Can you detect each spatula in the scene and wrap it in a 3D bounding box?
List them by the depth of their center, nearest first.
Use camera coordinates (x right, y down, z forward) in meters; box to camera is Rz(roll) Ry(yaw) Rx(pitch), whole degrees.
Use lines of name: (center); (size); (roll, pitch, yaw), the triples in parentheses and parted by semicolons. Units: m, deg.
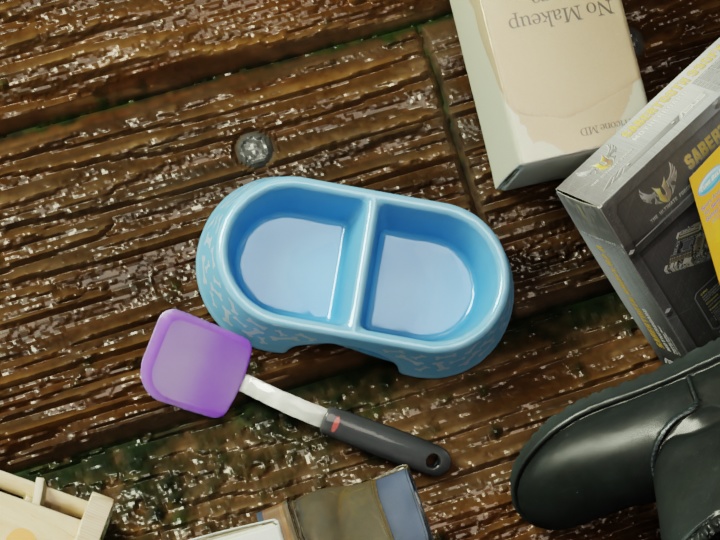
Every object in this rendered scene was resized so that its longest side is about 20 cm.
spatula: (-0.037, 0.084, 1.471); (0.200, 0.021, 0.057); (23, 94, -4)

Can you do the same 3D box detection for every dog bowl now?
dog bowl: (0.000, 0.000, 1.479); (0.200, 0.050, 0.112); (10, 79, -5)

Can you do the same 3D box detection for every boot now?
boot: (0.013, 0.195, 1.390); (0.097, 0.075, 0.200); (-25, 50, -1)
boot: (0.181, 0.130, 1.393); (0.198, 0.162, 0.073); (-31, 120, 14)

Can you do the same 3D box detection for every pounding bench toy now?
pounding bench toy: (-0.232, 0.161, 1.348); (0.156, 0.200, 0.124); (21, 79, -3)

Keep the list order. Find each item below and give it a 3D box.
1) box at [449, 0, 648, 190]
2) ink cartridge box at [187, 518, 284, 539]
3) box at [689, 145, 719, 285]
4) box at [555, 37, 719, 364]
box: (0.110, -0.159, 1.505); (0.095, 0.078, 0.200); (-13, 82, -10)
ink cartridge box: (-0.072, 0.224, 1.354); (0.084, 0.200, 0.144); (-16, 82, -9)
box: (0.259, 0.007, 1.386); (0.119, 0.041, 0.200); (19, 39, -27)
box: (0.234, -0.051, 1.475); (0.200, 0.048, 0.158); (-43, 121, -12)
